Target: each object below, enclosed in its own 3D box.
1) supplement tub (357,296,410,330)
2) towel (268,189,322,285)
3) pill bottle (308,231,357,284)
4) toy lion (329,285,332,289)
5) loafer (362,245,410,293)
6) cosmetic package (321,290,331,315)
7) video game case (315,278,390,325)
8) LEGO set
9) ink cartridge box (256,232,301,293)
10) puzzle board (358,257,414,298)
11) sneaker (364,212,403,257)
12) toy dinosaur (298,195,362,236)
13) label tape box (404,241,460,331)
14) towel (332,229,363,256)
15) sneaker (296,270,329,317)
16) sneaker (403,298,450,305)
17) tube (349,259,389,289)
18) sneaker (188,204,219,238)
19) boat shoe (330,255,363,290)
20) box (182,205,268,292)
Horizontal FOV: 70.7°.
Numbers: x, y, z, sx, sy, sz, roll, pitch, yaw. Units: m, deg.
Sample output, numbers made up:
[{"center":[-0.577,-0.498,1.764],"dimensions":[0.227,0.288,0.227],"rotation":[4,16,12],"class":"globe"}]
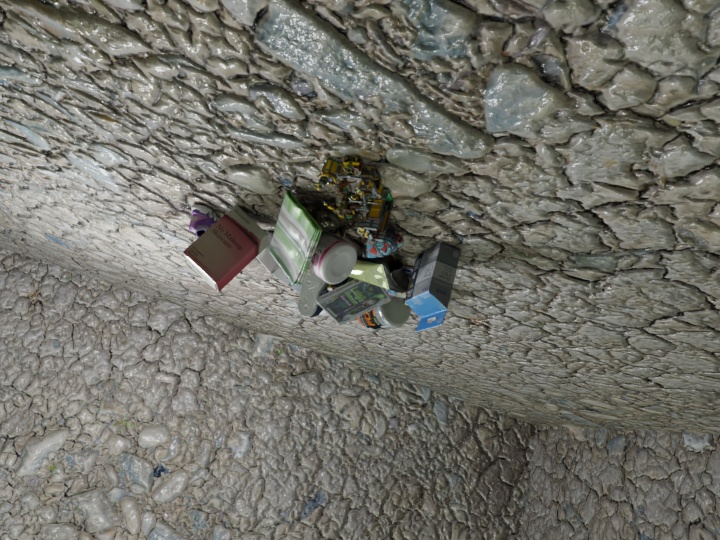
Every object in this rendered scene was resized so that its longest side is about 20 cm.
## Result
[{"center":[0.074,0.144,1.768],"dimensions":[0.122,0.123,0.200],"rotation":[24,159,-21],"class":"supplement tub"},{"center":[-0.168,-0.075,1.240],"dimensions":[0.149,0.031,0.200],"rotation":[49,138,24],"class":"towel"},{"center":[-0.113,-0.057,1.300],"dimensions":[0.200,0.113,0.113],"rotation":[33,174,38],"class":"pill bottle"},{"center":[-0.045,0.041,1.691],"dimensions":[0.191,0.069,0.200],"rotation":[15,162,-18],"class":"toy lion"},{"center":[0.088,-0.002,1.406],"dimensions":[0.072,0.073,0.200],"rotation":[-9,142,41],"class":"loafer"},{"center":[-0.058,0.105,1.699],"dimensions":[0.101,0.074,0.200],"rotation":[9,162,-25],"class":"cosmetic package"},{"center":[-0.015,0.086,1.497],"dimensions":[0.181,0.023,0.200],"rotation":[-27,150,4],"class":"video game case"},{"center":[-0.015,-0.135,1.071],"dimensions":[0.153,0.116,0.200],"rotation":[12,160,14],"class":"LEGO set"},{"center":[-0.219,-0.013,1.554],"dimensions":[0.146,0.085,0.200],"rotation":[42,179,41],"class":"ink cartridge box"},{"center":[0.074,0.028,1.536],"dimensions":[0.199,0.017,0.151],"rotation":[11,141,18],"class":"puzzle board"},{"center":[0.058,-0.088,1.241],"dimensions":[0.095,0.080,0.200],"rotation":[1,166,4],"class":"sneaker"},{"center":[-0.099,-0.127,1.234],"dimensions":[0.199,0.077,0.102],"rotation":[7,146,16],"class":"toy dinosaur"},{"center":[0.174,0.045,1.287],"dimensions":[0.066,0.201,0.143],"rotation":[24,160,-13],"class":"label tape box"},{"center":[-0.094,-0.074,1.443],"dimensions":[0.200,0.035,0.132],"rotation":[-2,155,42],"class":"towel"},{"center":[-0.125,0.043,1.515],"dimensions":[0.080,0.201,0.146],"rotation":[19,-177,9],"class":"sneaker"},{"center":[0.220,0.088,1.586],"dimensions":[0.076,0.076,0.200],"rotation":[19,173,-29],"class":"sneaker"},{"center":[0.000,0.000,1.379],"dimensions":[0.058,0.052,0.200],"rotation":[24,174,-43],"class":"tube"},{"center":[-0.448,-0.117,1.536],"dimensions":[0.080,0.089,0.200],"rotation":[5,159,27],"class":"sneaker"},{"center":[-0.028,0.004,1.497],"dimensions":[0.071,0.063,0.200],"rotation":[-14,154,-42],"class":"boat shoe"},{"center":[-0.371,-0.060,1.411],"dimensions":[0.128,0.200,0.109],"rotation":[42,160,2],"class":"box"}]
